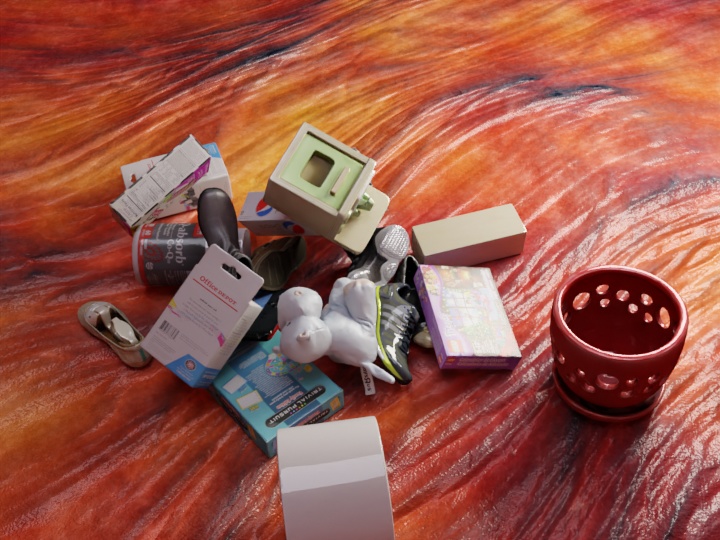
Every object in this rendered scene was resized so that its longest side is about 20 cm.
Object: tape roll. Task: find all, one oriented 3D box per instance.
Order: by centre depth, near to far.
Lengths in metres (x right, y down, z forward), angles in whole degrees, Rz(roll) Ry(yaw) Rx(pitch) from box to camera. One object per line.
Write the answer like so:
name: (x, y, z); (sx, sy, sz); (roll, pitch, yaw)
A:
tape roll: (-0.035, 0.306, 1.195); (0.139, 0.203, 0.203); (-8, 45, -4)

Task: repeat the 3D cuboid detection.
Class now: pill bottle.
pill bottle: (-0.305, -0.030, 1.612); (0.199, 0.116, 0.116); (-1, 45, 3)

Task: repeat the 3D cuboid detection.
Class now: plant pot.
plant pot: (0.389, 0.120, 1.369); (0.200, 0.183, 0.201); (-1, 45, 1)

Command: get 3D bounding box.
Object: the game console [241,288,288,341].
game console: (-0.223, 0.073, 1.508); (0.199, 0.031, 0.177); (0, 19, 12)

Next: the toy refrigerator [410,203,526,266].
toy refrigerator: (0.200, -0.055, 1.641); (0.199, 0.070, 0.076); (-14, 52, -10)

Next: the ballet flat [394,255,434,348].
ballet flat: (0.096, 0.056, 1.541); (0.066, 0.057, 0.200); (-9, 45, -9)

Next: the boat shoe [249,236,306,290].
boat shoe: (-0.165, -0.010, 1.593); (0.068, 0.072, 0.200); (0, 15, 20)

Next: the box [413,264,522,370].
box: (0.179, 0.077, 1.492); (0.136, 0.039, 0.200); (2, 47, -18)

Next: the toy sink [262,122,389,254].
toy sink: (-0.048, -0.140, 1.522); (0.200, 0.112, 0.131); (30, 69, -2)

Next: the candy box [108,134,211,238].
candy box: (-0.372, -0.155, 1.648); (0.200, 0.136, 0.061); (-43, 94, -12)

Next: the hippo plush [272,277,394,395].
hippo plush: (-0.065, 0.105, 1.409); (0.160, 0.159, 0.201); (0, 69, -27)

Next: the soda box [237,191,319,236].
soda box: (-0.135, -0.108, 1.654); (0.200, 0.064, 0.068); (2, 64, 39)

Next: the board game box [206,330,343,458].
board game box: (-0.148, 0.189, 1.430); (0.151, 0.047, 0.200); (-31, 51, -26)

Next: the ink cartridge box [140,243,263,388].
ink cartridge box: (-0.239, 0.073, 1.397); (0.115, 0.068, 0.200); (35, 89, 16)

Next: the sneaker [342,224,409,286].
sneaker: (0.000, 0.000, 1.597); (0.200, 0.075, 0.114); (-54, 31, -13)

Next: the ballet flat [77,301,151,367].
ballet flat: (-0.428, 0.094, 1.533); (0.200, 0.062, 0.067); (32, 54, 31)

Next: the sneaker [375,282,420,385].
sneaker: (0.061, 0.097, 1.468); (0.081, 0.074, 0.200); (-21, 55, 11)

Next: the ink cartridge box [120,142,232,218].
ink cartridge box: (-0.374, -0.179, 1.790); (0.199, 0.068, 0.115); (-16, 47, -13)

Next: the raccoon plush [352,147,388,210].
raccoon plush: (-0.012, -0.155, 1.667); (0.097, 0.134, 0.200); (-24, 12, 3)

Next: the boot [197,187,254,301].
boot: (-0.216, -0.035, 1.481); (0.070, 0.201, 0.132); (-16, 20, -22)
